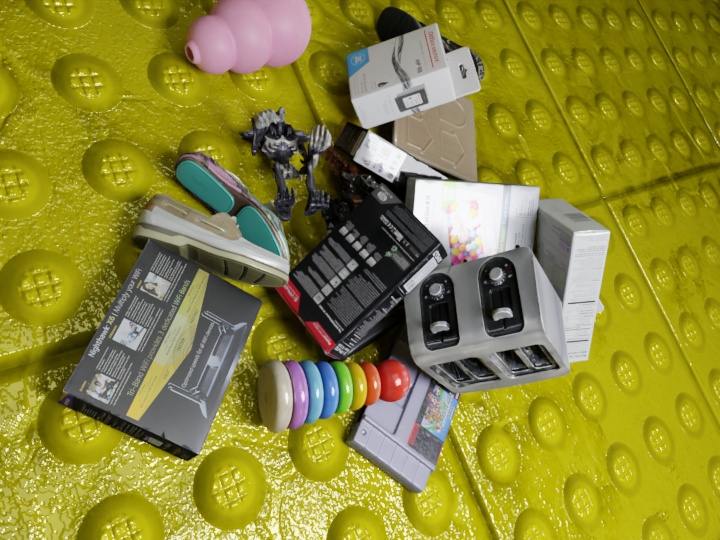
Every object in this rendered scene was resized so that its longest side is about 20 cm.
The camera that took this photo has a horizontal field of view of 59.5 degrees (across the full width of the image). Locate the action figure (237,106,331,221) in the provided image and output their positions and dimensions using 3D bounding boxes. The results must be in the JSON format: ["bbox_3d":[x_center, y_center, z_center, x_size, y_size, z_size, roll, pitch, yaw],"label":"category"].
[{"bbox_3d":[-0.098,-0.169,0.873,0.117,0.103,0.203,0,53,-29],"label":"action figure"}]

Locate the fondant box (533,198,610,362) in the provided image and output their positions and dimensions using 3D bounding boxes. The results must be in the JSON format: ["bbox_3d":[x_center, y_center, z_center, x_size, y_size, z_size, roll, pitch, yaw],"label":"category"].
[{"bbox_3d":[0.292,0.012,0.932,0.057,0.204,0.145,-3,24,-10],"label":"fondant box"}]

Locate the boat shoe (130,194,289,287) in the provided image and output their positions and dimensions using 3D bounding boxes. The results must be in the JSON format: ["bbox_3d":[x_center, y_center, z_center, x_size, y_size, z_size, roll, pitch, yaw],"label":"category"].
[{"bbox_3d":[-0.177,-0.038,0.784,0.197,0.075,0.070,20,64,-16],"label":"boat shoe"}]

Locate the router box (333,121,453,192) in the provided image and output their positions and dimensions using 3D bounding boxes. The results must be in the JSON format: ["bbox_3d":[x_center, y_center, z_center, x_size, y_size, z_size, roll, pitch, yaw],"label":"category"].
[{"bbox_3d":[0.065,-0.154,0.968,0.198,0.149,0.052,27,100,-20],"label":"router box"}]

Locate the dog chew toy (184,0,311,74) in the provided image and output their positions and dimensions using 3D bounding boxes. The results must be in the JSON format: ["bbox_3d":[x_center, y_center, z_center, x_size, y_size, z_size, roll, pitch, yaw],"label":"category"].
[{"bbox_3d":[-0.168,-0.349,0.925,0.199,0.124,0.126,-35,88,-31],"label":"dog chew toy"}]

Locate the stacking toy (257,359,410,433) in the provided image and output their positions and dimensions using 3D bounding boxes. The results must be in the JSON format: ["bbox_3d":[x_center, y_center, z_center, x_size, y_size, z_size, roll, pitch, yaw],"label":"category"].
[{"bbox_3d":[-0.025,0.149,0.788,0.196,0.085,0.087,0,68,-28],"label":"stacking toy"}]

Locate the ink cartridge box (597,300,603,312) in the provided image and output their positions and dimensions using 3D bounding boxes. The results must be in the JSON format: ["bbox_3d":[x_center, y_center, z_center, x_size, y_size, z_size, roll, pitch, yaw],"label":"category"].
[{"bbox_3d":[0.305,0.008,1.063,0.066,0.116,0.202,-23,81,-39],"label":"ink cartridge box"}]

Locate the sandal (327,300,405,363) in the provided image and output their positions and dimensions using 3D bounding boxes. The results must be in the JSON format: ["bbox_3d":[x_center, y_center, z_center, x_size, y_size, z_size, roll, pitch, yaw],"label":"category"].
[{"bbox_3d":[0.025,0.066,0.882,0.198,0.075,0.045,-30,77,-36],"label":"sandal"}]

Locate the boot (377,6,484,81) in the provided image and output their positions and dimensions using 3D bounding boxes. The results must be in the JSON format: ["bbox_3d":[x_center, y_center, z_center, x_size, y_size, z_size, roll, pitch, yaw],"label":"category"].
[{"bbox_3d":[0.137,-0.416,1.189,0.203,0.074,0.153,43,30,17],"label":"boot"}]

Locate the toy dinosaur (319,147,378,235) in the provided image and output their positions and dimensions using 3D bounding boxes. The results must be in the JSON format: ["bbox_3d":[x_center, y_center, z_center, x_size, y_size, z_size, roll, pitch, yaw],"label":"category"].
[{"bbox_3d":[-0.004,-0.102,0.940,0.198,0.103,0.136,34,21,6],"label":"toy dinosaur"}]

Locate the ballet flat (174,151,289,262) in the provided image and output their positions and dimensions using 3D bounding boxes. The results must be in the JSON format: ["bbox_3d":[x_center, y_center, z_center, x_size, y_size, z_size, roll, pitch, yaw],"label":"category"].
[{"bbox_3d":[-0.159,-0.086,0.842,0.200,0.069,0.071,45,32,-7],"label":"ballet flat"}]

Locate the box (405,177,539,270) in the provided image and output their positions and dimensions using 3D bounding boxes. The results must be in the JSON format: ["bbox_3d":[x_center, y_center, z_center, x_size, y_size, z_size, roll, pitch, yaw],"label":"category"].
[{"bbox_3d":[0.158,-0.050,0.917,0.196,0.041,0.159,2,100,-15],"label":"box"}]

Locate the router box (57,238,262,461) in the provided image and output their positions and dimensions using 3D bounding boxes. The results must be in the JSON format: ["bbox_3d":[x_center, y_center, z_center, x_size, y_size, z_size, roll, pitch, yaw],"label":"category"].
[{"bbox_3d":[-0.220,0.088,0.719,0.156,0.052,0.203,31,55,-17],"label":"router box"}]

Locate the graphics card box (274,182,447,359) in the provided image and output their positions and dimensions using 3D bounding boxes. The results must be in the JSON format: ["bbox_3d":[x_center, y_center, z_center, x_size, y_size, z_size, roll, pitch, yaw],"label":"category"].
[{"bbox_3d":[0.000,0.000,0.812,0.126,0.200,0.051,46,2,27],"label":"graphics card box"}]

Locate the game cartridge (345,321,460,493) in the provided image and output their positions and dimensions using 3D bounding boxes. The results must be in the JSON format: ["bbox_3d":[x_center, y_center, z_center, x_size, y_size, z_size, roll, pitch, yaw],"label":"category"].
[{"bbox_3d":[0.072,0.187,0.879,0.129,0.038,0.202,35,53,-9],"label":"game cartridge"}]

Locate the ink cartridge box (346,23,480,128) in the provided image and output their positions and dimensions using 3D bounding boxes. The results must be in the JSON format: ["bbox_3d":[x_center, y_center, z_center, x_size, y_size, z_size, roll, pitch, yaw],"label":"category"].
[{"bbox_3d":[0.082,-0.317,1.006,0.067,0.196,0.118,59,19,-52],"label":"ink cartridge box"}]

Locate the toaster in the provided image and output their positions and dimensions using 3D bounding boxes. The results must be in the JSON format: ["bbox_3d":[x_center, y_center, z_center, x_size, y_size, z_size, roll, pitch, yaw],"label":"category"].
[{"bbox_3d":[0.170,0.075,0.836,0.200,0.178,0.121,42,41,-50],"label":"toaster"}]

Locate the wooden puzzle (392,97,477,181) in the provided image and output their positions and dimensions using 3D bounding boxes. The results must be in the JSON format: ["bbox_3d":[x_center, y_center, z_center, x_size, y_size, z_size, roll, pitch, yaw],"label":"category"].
[{"bbox_3d":[0.127,-0.254,1.120,0.197,0.046,0.189,20,59,-30],"label":"wooden puzzle"}]
